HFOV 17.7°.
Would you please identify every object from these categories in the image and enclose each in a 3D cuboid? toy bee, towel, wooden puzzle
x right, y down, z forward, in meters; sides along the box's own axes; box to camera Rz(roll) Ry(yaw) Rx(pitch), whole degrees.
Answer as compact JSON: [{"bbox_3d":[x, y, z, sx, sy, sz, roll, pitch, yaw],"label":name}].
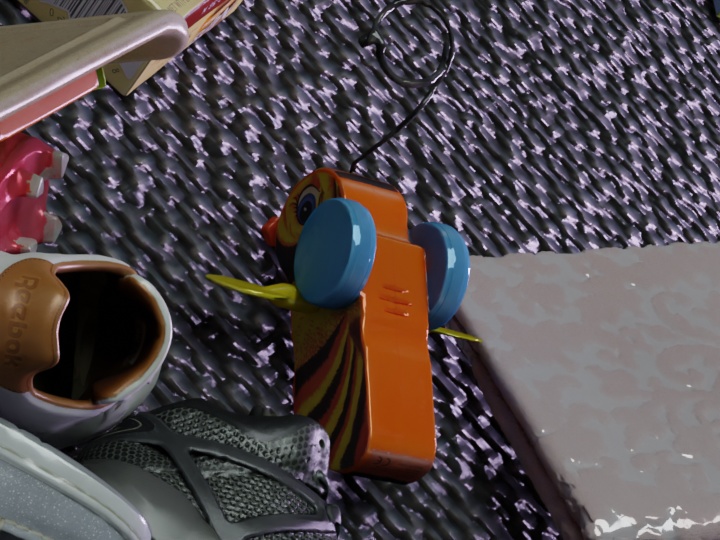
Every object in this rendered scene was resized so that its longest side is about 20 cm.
[{"bbox_3d":[0.000,0.000,1.018,0.131,0.109,0.201,35,61,-22],"label":"toy bee"},{"bbox_3d":[0.149,0.058,1.069,0.199,0.032,0.191,-3,41,-25],"label":"towel"},{"bbox_3d":[-0.186,-0.055,0.847,0.200,0.184,0.037,-31,115,-55],"label":"wooden puzzle"}]

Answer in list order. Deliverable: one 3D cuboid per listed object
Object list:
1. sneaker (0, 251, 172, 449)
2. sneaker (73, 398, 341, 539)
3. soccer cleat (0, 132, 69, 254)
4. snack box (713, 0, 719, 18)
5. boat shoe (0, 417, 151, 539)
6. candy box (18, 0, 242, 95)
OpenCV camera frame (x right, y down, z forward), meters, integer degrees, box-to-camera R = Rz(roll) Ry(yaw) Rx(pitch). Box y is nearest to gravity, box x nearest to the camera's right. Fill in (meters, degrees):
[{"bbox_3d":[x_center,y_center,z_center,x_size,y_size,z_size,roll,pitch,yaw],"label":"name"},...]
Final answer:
[{"bbox_3d":[-0.099,0.033,0.838,0.084,0.073,0.200,8,-3,17],"label":"sneaker"},{"bbox_3d":[-0.020,0.121,0.877,0.199,0.076,0.114,38,42,4],"label":"sneaker"},{"bbox_3d":[-0.174,-0.013,0.859,0.076,0.067,0.200,11,20,12],"label":"soccer cleat"},{"bbox_3d":[0.315,-0.204,1.527,0.199,0.068,0.169,23,40,-25],"label":"snack box"},{"bbox_3d":[-0.171,0.071,0.782,0.201,0.074,0.065,22,74,-11],"label":"boat shoe"},{"bbox_3d":[-0.146,-0.185,1.091,0.200,0.055,0.115,42,36,0],"label":"candy box"}]
